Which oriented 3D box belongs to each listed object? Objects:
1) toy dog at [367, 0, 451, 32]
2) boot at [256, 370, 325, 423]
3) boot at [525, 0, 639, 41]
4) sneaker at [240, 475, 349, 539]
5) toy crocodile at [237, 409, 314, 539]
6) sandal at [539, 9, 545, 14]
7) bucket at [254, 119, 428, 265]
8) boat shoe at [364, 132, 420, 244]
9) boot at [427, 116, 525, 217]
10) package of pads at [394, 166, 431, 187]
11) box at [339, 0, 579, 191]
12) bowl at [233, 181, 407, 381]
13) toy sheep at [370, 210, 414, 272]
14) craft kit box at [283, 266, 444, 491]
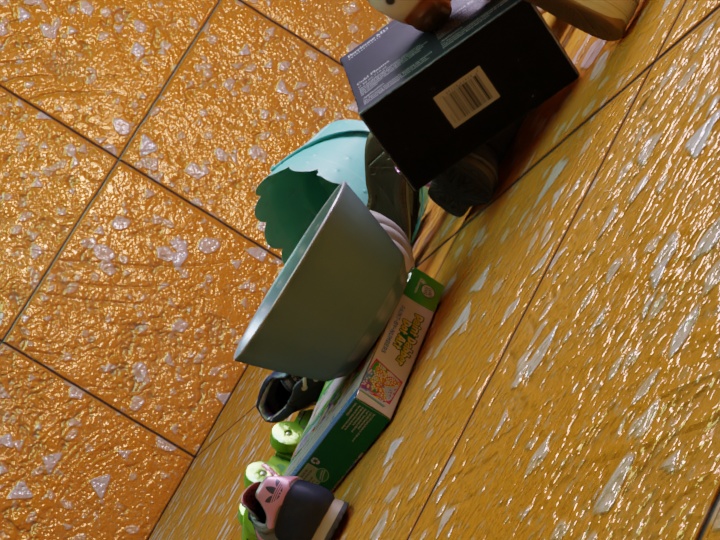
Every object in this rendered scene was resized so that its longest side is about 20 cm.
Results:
[{"bbox_3d":[0.074,-0.335,1.561,0.200,0.139,0.194,-52,-24,6],"label":"toy dog"},{"bbox_3d":[-0.039,0.097,1.731,0.090,0.073,0.200,-28,-19,-41],"label":"boot"},{"bbox_3d":[0.185,-0.319,1.457,0.156,0.199,0.073,-58,-8,-9],"label":"boot"},{"bbox_3d":[-0.072,0.218,1.447,0.070,0.082,0.200,-61,5,-24],"label":"sneaker"},{"bbox_3d":[-0.081,0.217,1.687,0.200,0.061,0.068,-57,-17,-56],"label":"toy crocodile"},{"bbox_3d":[0.165,-0.296,1.759,0.211,0.078,0.070,-31,-22,-5],"label":"sandal"},{"bbox_3d":[-0.018,-0.084,2.063,0.135,0.207,0.207,-52,0,-39],"label":"bucket"},{"bbox_3d":[0.042,-0.073,1.920,0.066,0.071,0.202,-14,-72,-57],"label":"boat shoe"},{"bbox_3d":[0.149,-0.161,1.686,0.200,0.072,0.182,-53,6,-11],"label":"boot"},{"bbox_3d":[0.106,-0.173,1.861,0.121,0.075,0.200,-65,-7,19],"label":"package of pads"},{"bbox_3d":[0.095,-0.204,1.616,0.199,0.104,0.182,-34,25,9],"label":"box"},{"bbox_3d":[-0.027,0.025,1.547,0.201,0.105,0.201,-58,5,8],"label":"bowl"},{"bbox_3d":[0.000,0.000,1.806,0.138,0.137,0.200,-58,26,10],"label":"toy sheep"},{"bbox_3d":[-0.004,0.124,1.573,0.200,0.048,0.198,-54,10,42],"label":"craft kit box"}]
